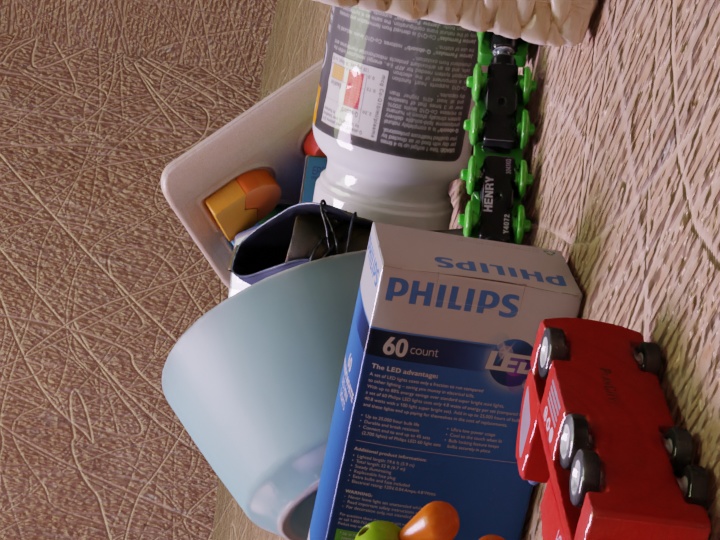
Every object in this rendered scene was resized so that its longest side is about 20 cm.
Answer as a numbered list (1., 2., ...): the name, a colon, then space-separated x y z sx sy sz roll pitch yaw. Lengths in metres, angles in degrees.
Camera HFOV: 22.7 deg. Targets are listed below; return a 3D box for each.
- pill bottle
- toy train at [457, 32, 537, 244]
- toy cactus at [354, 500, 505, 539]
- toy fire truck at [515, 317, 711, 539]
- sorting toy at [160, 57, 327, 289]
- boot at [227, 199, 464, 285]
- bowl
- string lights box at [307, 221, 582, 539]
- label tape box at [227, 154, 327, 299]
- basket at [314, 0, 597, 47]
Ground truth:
1. pill bottle: 0.030 -0.125 1.174 0.117 0.115 0.202 -104 24 -72
2. toy train: 0.081 -0.092 1.044 0.057 0.041 0.202 91 -176 -65
3. toy cactus: 0.022 0.185 0.854 0.165 0.199 0.103 37 -149 -52
4. toy fire truck: 0.088 0.123 0.686 0.201 0.048 0.142 -96 16 -63
5. sorting toy: -0.046 -0.068 1.371 0.037 0.184 0.200 54 176 27
6. boot: 0.000 0.000 1.111 0.199 0.096 0.076 -20 51 53
7. bowl: -0.006 0.086 1.020 0.201 0.198 0.106 110 147 -57
8. string lights box: 0.038 0.085 0.910 0.059 0.101 0.202 -102 23 -67
9. label tape box: -0.035 0.012 1.391 0.144 0.063 0.203 1 -83 -55
10. basket: 0.038 -0.239 0.935 0.161 0.196 0.202 -98 19 -60
